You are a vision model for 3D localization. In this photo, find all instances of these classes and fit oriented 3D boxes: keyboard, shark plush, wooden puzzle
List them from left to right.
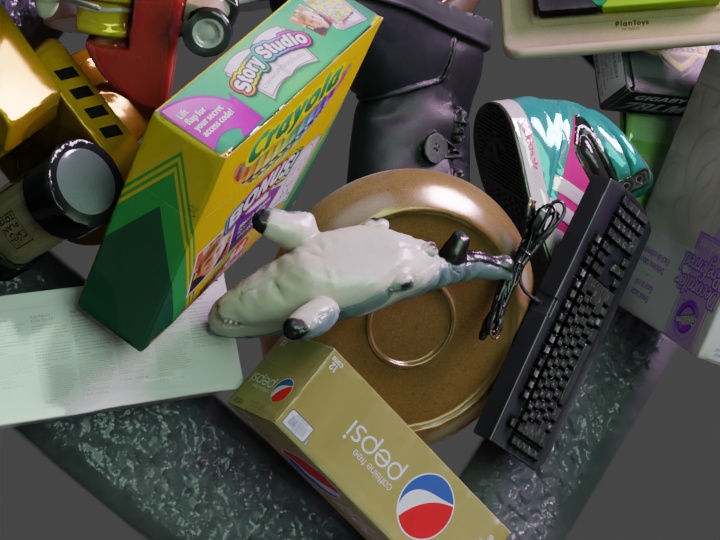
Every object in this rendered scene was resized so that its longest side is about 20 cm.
[{"bbox_3d":[0.000,0.000,1.511,0.199,0.083,0.091,-19,67,-25],"label":"shark plush"},{"bbox_3d":[0.132,0.027,1.593,0.127,0.021,0.201,33,78,-42],"label":"keyboard"},{"bbox_3d":[0.189,-0.253,1.691,0.184,0.037,0.201,-4,74,6],"label":"wooden puzzle"}]

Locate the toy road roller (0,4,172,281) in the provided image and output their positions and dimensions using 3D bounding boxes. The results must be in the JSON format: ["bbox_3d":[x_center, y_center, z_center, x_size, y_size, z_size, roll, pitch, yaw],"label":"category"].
[{"bbox_3d":[-0.211,-0.103,1.471,0.200,0.123,0.146,53,47,-10],"label":"toy road roller"}]

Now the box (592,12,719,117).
[{"bbox_3d":[0.261,-0.214,1.762,0.199,0.050,0.200,3,73,-26],"label":"box"}]

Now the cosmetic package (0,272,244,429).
[{"bbox_3d":[-0.178,0.052,1.492,0.199,0.051,0.083,-7,86,-29],"label":"cosmetic package"}]

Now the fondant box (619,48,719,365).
[{"bbox_3d":[0.265,-0.044,1.652,0.058,0.144,0.201,16,99,-24],"label":"fondant box"}]

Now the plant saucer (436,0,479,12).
[{"bbox_3d":[0.016,-0.254,1.665,0.199,0.034,0.201,6,77,-28],"label":"plant saucer"}]

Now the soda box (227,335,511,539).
[{"bbox_3d":[0.008,0.131,1.536,0.064,0.068,0.200,-50,119,-14],"label":"soda box"}]

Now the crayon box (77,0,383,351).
[{"bbox_3d":[-0.081,-0.069,1.463,0.058,0.173,0.200,35,42,7],"label":"crayon box"}]

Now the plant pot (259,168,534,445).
[{"bbox_3d":[0.030,0.032,1.573,0.199,0.027,0.201,-5,106,-18],"label":"plant pot"}]

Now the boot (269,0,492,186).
[{"bbox_3d":[0.010,-0.105,1.580,0.200,0.076,0.169,12,82,-44],"label":"boot"}]

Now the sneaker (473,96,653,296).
[{"bbox_3d":[0.156,-0.032,1.673,0.120,0.084,0.201,-14,96,-29],"label":"sneaker"}]

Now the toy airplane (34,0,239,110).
[{"bbox_3d":[-0.160,-0.217,1.403,0.140,0.200,0.200,-11,65,5],"label":"toy airplane"}]

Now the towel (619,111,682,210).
[{"bbox_3d":[0.281,-0.081,1.779,0.199,0.031,0.150,11,73,-24],"label":"towel"}]

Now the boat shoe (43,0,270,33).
[{"bbox_3d":[-0.130,-0.213,1.558,0.200,0.071,0.091,-12,91,-36],"label":"boat shoe"}]
